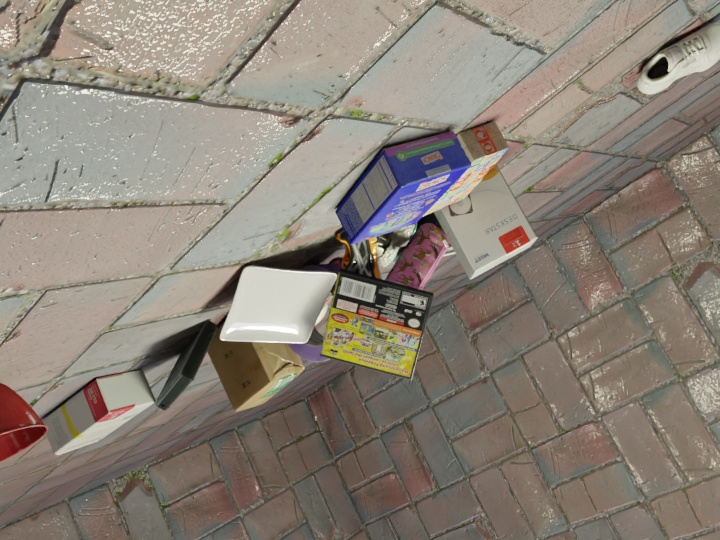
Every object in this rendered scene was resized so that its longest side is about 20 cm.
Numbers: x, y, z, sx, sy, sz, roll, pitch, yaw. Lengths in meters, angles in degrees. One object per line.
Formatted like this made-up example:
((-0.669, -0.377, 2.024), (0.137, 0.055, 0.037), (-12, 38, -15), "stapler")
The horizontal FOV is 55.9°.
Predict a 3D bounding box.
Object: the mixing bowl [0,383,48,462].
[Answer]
((-0.620, 0.248, 1.085), (0.197, 0.110, 0.200), (-28, 168, -7), "mixing bowl")

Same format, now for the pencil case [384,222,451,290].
((0.119, -0.010, 1.438), (0.201, 0.083, 0.086), (-54, -169, -33), "pencil case")

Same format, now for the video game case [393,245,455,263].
((0.148, -0.046, 1.626), (0.178, 0.023, 0.199), (-13, -172, -26), "video game case")

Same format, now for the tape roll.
((-0.081, 0.089, 1.466), (0.198, 0.203, 0.084), (-35, 165, 28), "tape roll")

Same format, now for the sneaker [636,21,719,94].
((0.656, -0.429, 1.370), (0.198, 0.076, 0.099), (-34, 168, 21), "sneaker")

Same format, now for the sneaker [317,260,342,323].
((-0.102, 0.053, 1.568), (0.201, 0.081, 0.075), (-48, 155, 3), "sneaker")

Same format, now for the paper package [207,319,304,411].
((-0.244, 0.194, 1.537), (0.102, 0.194, 0.200), (-16, 162, -44), "paper package")

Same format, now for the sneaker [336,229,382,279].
((0.000, 0.000, 1.388), (0.075, 0.206, 0.078), (-13, -166, -12), "sneaker")

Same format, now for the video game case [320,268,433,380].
((0.031, 0.109, 1.364), (0.026, 0.195, 0.186), (-71, 175, -76), "video game case")

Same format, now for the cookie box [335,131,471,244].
((0.072, -0.142, 1.184), (0.168, 0.076, 0.200), (-20, 165, -35), "cookie box")

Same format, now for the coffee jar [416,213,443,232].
((0.216, -0.110, 1.578), (0.102, 0.088, 0.198), (9, -167, 37), "coffee jar")

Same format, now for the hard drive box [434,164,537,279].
((0.251, -0.111, 1.423), (0.153, 0.203, 0.077), (-27, 169, -6), "hard drive box")

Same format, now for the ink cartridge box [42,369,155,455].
((-0.576, 0.310, 1.494), (0.198, 0.085, 0.144), (-35, 168, 20), "ink cartridge box")

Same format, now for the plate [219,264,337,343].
((-0.167, 0.064, 1.348), (0.195, 0.033, 0.202), (4, 131, -29), "plate")

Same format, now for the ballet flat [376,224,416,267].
((0.062, -0.073, 1.507), (0.071, 0.073, 0.201), (-22, 164, -28), "ballet flat")

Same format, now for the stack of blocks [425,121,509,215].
((0.182, -0.189, 1.286), (0.113, 0.060, 0.200), (-23, 166, -25), "stack of blocks")

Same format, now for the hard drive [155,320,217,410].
((-0.380, 0.209, 1.481), (0.200, 0.032, 0.142), (-43, -158, 48), "hard drive")
